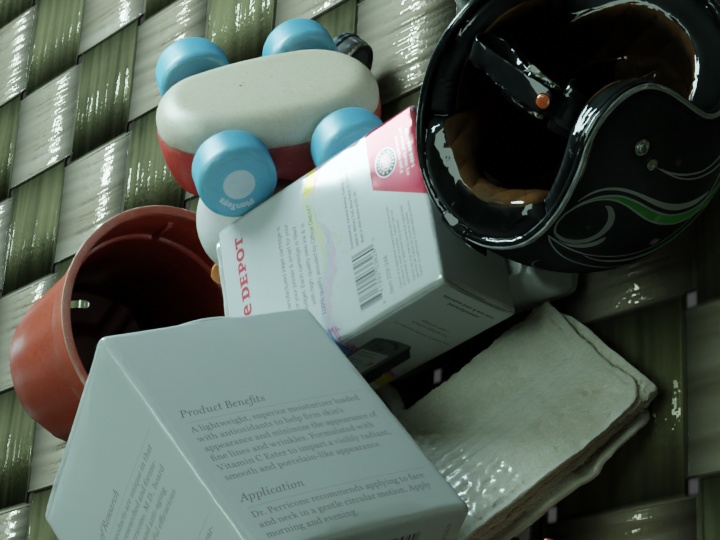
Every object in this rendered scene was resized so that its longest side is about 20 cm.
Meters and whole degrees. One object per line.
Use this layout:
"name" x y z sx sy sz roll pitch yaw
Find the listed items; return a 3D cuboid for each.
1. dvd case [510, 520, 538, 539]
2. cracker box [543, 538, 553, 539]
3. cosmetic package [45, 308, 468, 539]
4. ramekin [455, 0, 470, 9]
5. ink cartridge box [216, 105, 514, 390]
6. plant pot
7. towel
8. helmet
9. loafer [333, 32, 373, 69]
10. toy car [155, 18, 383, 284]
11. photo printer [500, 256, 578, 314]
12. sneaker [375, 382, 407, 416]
"dvd case" 0.038 0.258 1.181 0.149 0.025 0.202 4 86 20
"cracker box" 0.196 0.226 0.977 0.200 0.133 0.058 32 100 53
"cosmetic package" -0.072 0.154 1.112 0.200 0.164 0.166 49 131 36
"ramekin" 0.133 -0.272 1.236 0.201 0.199 0.105 -54 30 22
"ink cartridge box" 0.000 0.000 1.241 0.199 0.085 0.149 -31 53 34
"plant pot" -0.207 0.067 1.544 0.195 0.200 0.202 -25 55 54
"towel" 0.092 0.112 1.173 0.199 0.035 0.133 -36 40 -9
"helmet" 0.151 -0.098 1.135 0.199 0.190 0.202 10 104 46
"loafer" -0.026 -0.100 1.482 0.072 0.073 0.201 24 98 32
"toy car" -0.067 -0.066 1.397 0.185 0.176 0.201 -117 19 -51
"photo printer" 0.074 -0.038 1.308 0.199 0.069 0.168 -22 58 47
"sneaker" -0.009 0.117 1.313 0.084 0.077 0.201 -21 47 -8
